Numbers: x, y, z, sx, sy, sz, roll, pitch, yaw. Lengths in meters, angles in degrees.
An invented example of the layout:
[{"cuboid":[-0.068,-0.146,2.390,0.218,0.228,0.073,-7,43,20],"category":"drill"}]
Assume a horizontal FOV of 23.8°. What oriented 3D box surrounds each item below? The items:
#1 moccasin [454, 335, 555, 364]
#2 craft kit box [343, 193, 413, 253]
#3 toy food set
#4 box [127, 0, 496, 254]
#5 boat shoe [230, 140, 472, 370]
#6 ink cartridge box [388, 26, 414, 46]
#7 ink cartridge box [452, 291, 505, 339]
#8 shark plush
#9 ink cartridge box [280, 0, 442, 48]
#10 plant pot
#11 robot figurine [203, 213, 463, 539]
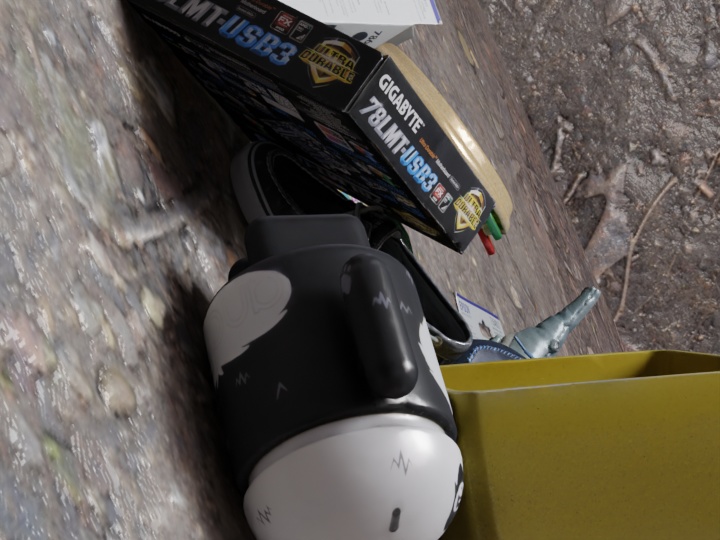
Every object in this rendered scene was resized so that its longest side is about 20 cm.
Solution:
[{"cuboid":[0.142,0.103,1.337,0.200,0.068,0.081,27,76,-43],"category":"moccasin"},{"cuboid":[0.000,0.000,1.292,0.200,0.048,0.198,53,22,-49],"category":"craft kit box"},{"cuboid":[0.057,-0.100,1.387,0.198,0.049,0.200,54,-1,-42],"category":"toy food set"},{"cuboid":[-0.030,-0.106,1.088,0.200,0.050,0.199,30,-8,33],"category":"box"},{"cuboid":[-0.003,-0.014,1.126,0.200,0.068,0.072,52,40,3],"category":"boat shoe"},{"cuboid":[-0.036,-0.277,1.421,0.201,0.082,0.146,63,1,3],"category":"ink cartridge box"},{"cuboid":[0.126,0.130,1.596,0.200,0.040,0.201,28,41,-71],"category":"ink cartridge box"},{"cuboid":[0.142,0.098,1.438,0.083,0.200,0.091,16,-45,46],"category":"shark plush"},{"cuboid":[-0.041,-0.211,1.234,0.199,0.039,0.100,-3,65,-35],"category":"ink cartridge box"},{"cuboid":[0.132,0.146,1.028,0.200,0.199,0.178,-177,-97,-78],"category":"plant pot"},{"cuboid":[-0.014,0.066,0.925,0.150,0.124,0.201,48,23,-57],"category":"robot figurine"}]
